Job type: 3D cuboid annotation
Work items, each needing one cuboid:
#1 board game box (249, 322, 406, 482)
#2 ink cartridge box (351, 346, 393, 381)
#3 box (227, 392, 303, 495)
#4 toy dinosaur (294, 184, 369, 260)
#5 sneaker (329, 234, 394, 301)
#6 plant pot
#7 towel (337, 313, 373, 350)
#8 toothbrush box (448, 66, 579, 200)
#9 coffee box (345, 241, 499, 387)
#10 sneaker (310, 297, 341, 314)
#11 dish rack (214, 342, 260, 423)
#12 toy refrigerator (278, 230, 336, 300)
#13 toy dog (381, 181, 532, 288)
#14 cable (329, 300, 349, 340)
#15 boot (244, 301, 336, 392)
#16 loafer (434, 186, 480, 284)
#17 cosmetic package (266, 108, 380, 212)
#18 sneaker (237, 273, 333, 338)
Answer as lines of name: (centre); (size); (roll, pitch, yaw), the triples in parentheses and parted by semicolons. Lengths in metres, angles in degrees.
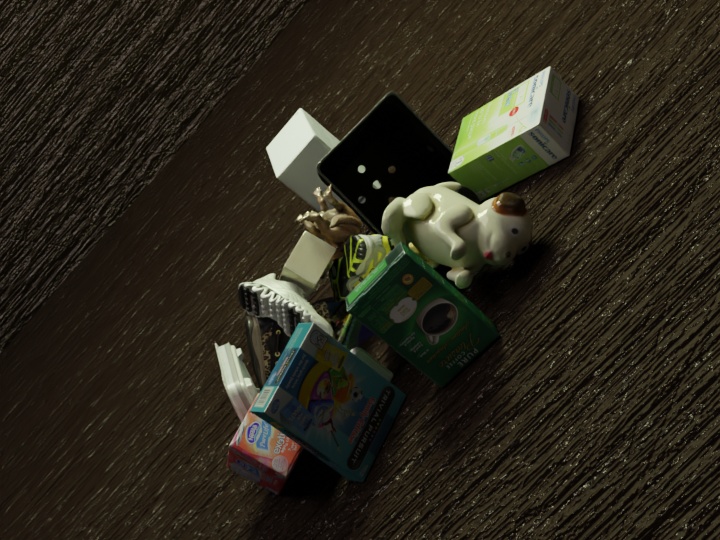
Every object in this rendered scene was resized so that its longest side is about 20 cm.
board game box: (-0.043, 0.195, 1.494); (0.047, 0.200, 0.151); (-8, 49, 56)
ink cartridge box: (-0.059, 0.197, 1.656); (0.146, 0.084, 0.200); (-58, 26, -16)
box: (-0.143, 0.273, 1.580); (0.095, 0.102, 0.200); (-62, -3, -21)
toy dinosaur: (-0.034, -0.073, 1.736); (0.086, 0.135, 0.200); (-53, 12, -10)
sneaker: (0.000, 0.000, 1.749); (0.200, 0.076, 0.076); (132, 128, -61)
plant pot: (0.045, -0.171, 1.846); (0.200, 0.200, 0.177); (-46, 4, -8)
towel: (0.036, 0.048, 1.600); (0.200, 0.023, 0.144); (-23, -39, -62)
toothbrush box: (0.257, -0.226, 1.700); (0.200, 0.086, 0.146); (-25, 36, 42)
coffee box: (0.088, 0.066, 1.449); (0.123, 0.200, 0.044); (-46, 22, 14)
sneaker: (-0.107, 0.127, 1.884); (0.200, 0.066, 0.079); (-35, 63, 11)
dish rack: (-0.198, 0.222, 1.790); (0.043, 0.172, 0.200); (-26, 26, -4)
toy refrigerator: (-0.097, 0.004, 1.793); (0.076, 0.070, 0.200); (-60, 1, -17)
toy dog: (0.162, -0.056, 1.534); (0.199, 0.140, 0.194); (5, 34, 27)
cable: (0.015, 0.046, 1.820); (0.200, 0.050, 0.097); (-43, 6, -11)
boot: (-0.116, 0.152, 1.791); (0.150, 0.201, 0.073); (-16, 25, -12)
loafer: (0.146, -0.046, 1.674); (0.071, 0.073, 0.200); (-38, 22, 51)
cosmetic package: (-0.077, -0.208, 2.108); (0.123, 0.200, 0.200); (-46, 24, 10)
sneaker: (-0.114, 0.060, 1.700); (0.200, 0.075, 0.081); (30, 43, 32)
